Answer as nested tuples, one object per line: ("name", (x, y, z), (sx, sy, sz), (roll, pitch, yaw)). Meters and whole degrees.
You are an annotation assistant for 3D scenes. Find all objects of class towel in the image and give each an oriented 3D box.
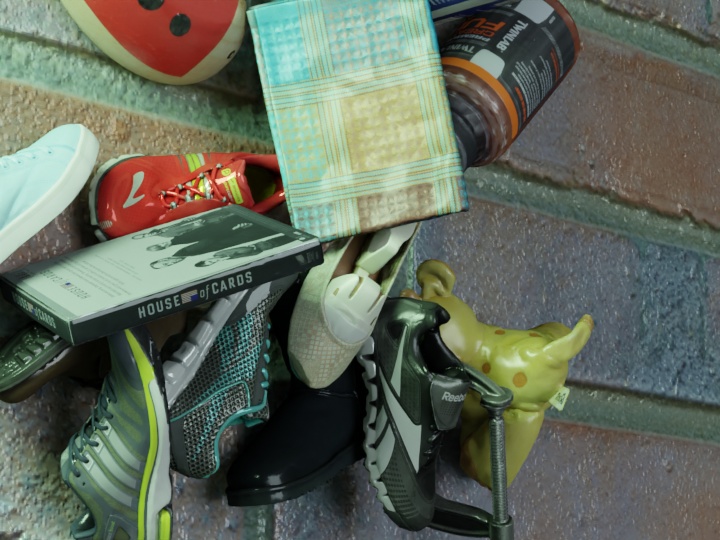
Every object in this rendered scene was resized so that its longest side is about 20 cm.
("towel", (-0.002, -0.130, 1.690), (0.022, 0.146, 0.201), (24, 54, -78))

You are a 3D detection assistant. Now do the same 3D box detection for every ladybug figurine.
("ladybug figurine", (-0.162, -0.227, 1.686), (0.200, 0.072, 0.137), (32, 62, -37))

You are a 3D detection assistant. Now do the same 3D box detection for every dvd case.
("dvd case", (-0.147, 0.000, 1.563), (0.199, 0.150, 0.025), (-19, 110, -24))

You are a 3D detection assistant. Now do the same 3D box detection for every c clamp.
("c clamp", (0.096, 0.160, 1.793), (0.027, 0.170, 0.201), (-37, 126, -47))

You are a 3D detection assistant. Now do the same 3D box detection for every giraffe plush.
("giraffe plush", (0.089, 0.080, 1.842), (0.161, 0.200, 0.173), (27, 74, -1))

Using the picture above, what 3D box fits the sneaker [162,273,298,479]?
("sneaker", (-0.100, 0.078, 1.661), (0.091, 0.078, 0.200), (38, 71, -3))

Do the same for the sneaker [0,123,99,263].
("sneaker", (-0.267, -0.061, 1.549), (0.200, 0.074, 0.082), (-51, 120, -39))

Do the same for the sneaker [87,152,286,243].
("sneaker", (-0.127, -0.066, 1.681), (0.199, 0.085, 0.078), (-16, 92, -46))

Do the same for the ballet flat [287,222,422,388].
("ballet flat", (0.000, 0.000, 1.699), (0.067, 0.062, 0.201), (35, 61, -22))

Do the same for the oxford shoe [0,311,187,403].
("oxford shoe", (-0.196, 0.060, 1.601), (0.200, 0.072, 0.085), (-31, 107, -43))

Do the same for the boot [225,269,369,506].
("boot", (-0.056, 0.086, 1.728), (0.200, 0.076, 0.169), (-25, 104, -52))

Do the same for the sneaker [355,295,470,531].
("sneaker", (0.048, 0.114, 1.736), (0.066, 0.090, 0.202), (-16, 100, -58))

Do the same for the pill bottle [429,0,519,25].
("pill bottle", (0.071, -0.272, 1.838), (0.115, 0.199, 0.117), (11, 74, -44))

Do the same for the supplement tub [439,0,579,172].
("supplement tub", (0.111, -0.165, 1.923), (0.107, 0.107, 0.200), (57, 48, -21))

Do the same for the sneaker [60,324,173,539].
("sneaker", (-0.179, 0.125, 1.558), (0.080, 0.074, 0.201), (-4, 114, -8))
